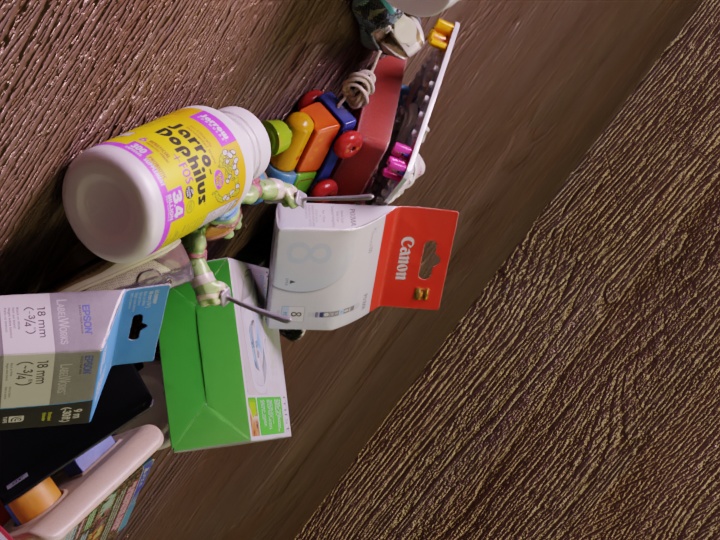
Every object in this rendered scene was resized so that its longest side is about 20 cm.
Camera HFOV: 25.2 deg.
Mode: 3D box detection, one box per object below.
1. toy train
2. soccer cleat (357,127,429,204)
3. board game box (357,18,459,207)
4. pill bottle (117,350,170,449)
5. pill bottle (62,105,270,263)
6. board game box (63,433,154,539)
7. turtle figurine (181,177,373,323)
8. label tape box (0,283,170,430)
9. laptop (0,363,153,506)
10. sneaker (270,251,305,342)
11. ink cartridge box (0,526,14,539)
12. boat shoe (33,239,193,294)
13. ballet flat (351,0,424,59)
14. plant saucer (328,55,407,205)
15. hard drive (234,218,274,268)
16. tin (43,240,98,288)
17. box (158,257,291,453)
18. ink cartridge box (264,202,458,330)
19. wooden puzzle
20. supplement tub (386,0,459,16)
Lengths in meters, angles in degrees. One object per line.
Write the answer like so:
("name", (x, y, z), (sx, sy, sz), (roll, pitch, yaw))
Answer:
("toy train", (-0.060, -0.151, 1.696), (0.116, 0.085, 0.200), (-16, 145, -43))
("soccer cleat", (0.032, -0.113, 1.923), (0.070, 0.086, 0.200), (128, -17, -57))
("board game box", (0.042, -0.156, 1.786), (0.200, 0.026, 0.200), (132, -21, -65))
("pill bottle", (-0.214, 0.146, 1.939), (0.112, 0.112, 0.200), (-53, 167, 17))
("pill bottle", (-0.165, -0.086, 1.433), (0.200, 0.104, 0.104), (-34, 161, -52))
("board game box", (-0.358, 0.285, 1.883), (0.200, 0.097, 0.160), (-39, 164, -41))
("turtle figurine", (-0.120, -0.024, 1.615), (0.194, 0.200, 0.144), (172, -70, -72))
("label tape box", (-0.269, 0.079, 1.413), (0.200, 0.063, 0.144), (-4, 150, -17))
("laptop", (-0.292, 0.163, 1.656), (0.177, 0.103, 0.200), (-33, 166, -6))
("sneaker", (-0.069, 0.012, 1.982), (0.090, 0.078, 0.200), (-45, 167, -37))
("ink cartridge box", (-0.420, 0.288, 1.556), (0.083, 0.146, 0.200), (-37, 163, -40))
("boat shoe", (-0.245, 0.030, 1.464), (0.201, 0.066, 0.072), (-30, -170, -6))
("ballet flat", (0.035, -0.258, 1.707), (0.074, 0.074, 0.200), (-50, 167, 4))
("plant saucer", (-0.012, -0.133, 1.839), (0.200, 0.037, 0.200), (-78, -166, -50))
("hard drive", (-0.121, 0.006, 2.035), (0.140, 0.033, 0.200), (-46, 168, -16))
("tin", (-0.277, 0.038, 1.573), (0.200, 0.042, 0.112), (-57, 170, 30))
("box", (-0.154, 0.096, 1.790), (0.096, 0.200, 0.176), (-9, 173, 12))
("ink cartridge box", (0.000, 0.000, 1.763), (0.160, 0.199, 0.047), (99, -9, -45))
("wooden puzzle", (-0.321, 0.217, 1.632), (0.200, 0.046, 0.185), (-16, -161, 43))
("supplement tub", (0.100, -0.341, 1.511), (0.200, 0.140, 0.140), (-42, 166, -31))
